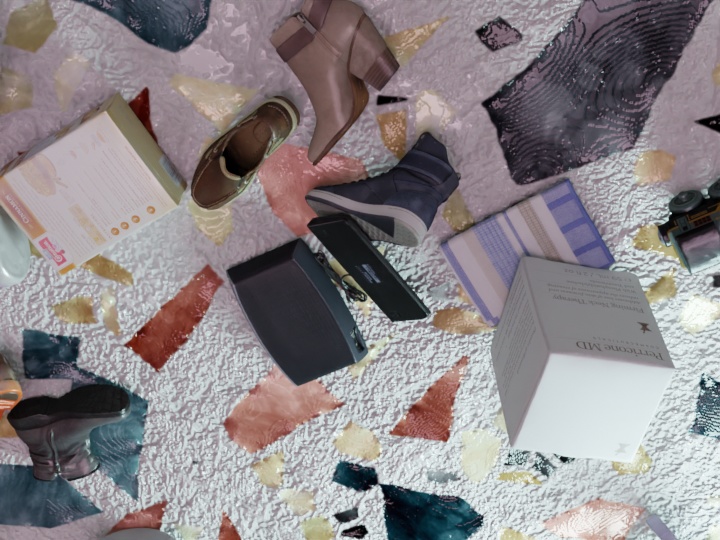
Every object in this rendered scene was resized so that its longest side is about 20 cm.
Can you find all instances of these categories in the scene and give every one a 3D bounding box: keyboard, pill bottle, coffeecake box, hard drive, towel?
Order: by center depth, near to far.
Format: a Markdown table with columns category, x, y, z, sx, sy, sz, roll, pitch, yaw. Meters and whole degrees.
| category | x | y | z | sx | sy | sz | roll | pitch | yaw |
| --- | --- | --- | --- | --- | --- | --- | --- | --- | --- |
| coffeecake box | -0.354 | -0.110 | 1.539 | 0.200 | 0.073 | 0.154 | -28 | 112 | 17 |
| keyboard | 0.000 | 0.000 | 1.565 | 0.127 | 0.021 | 0.200 | -7 | 133 | 44 |
| towel | 0.220 | -0.021 | 1.574 | 0.200 | 0.024 | 0.147 | -28 | 112 | 17 |
| pill bottle | -0.554 | -0.016 | 1.580 | 0.200 | 0.112 | 0.112 | -12 | 116 | 11 |
| hard drive | -0.088 | 0.065 | 1.627 | 0.135 | 0.042 | 0.200 | -22 | 114 | 17 |

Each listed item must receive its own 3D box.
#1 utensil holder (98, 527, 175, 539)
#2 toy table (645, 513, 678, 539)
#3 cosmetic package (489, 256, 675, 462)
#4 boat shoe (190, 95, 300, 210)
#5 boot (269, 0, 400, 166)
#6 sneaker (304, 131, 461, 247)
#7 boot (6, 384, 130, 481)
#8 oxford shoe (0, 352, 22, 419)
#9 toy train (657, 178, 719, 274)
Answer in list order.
| category | x | y | z | sx | sy | sz | roll | pitch | yaw |
| --- | --- | --- | --- | --- | --- | --- | --- | --- | --- |
| utensil holder | -0.340 | 0.522 | 1.817 | 0.170 | 0.170 | 0.200 | -1 | 114 | 5 |
| toy table | 0.448 | 0.462 | 1.737 | 0.117 | 0.184 | 0.200 | -41 | 100 | 4 |
| cosmetic package | 0.277 | 0.114 | 1.522 | 0.167 | 0.200 | 0.167 | 8 | 125 | -10 |
| boat shoe | -0.161 | -0.141 | 1.491 | 0.075 | 0.075 | 0.202 | 41 | 125 | -4 |
| boot | -0.051 | -0.244 | 1.461 | 0.146 | 0.070 | 0.200 | 38 | 117 | -6 |
| sneaker | 0.035 | -0.110 | 1.516 | 0.202 | 0.146 | 0.077 | 15 | 152 | 40 |
| boot | -0.407 | 0.242 | 1.738 | 0.200 | 0.070 | 0.132 | -7 | 120 | 20 |
| oxford shoe | -0.558 | 0.189 | 1.723 | 0.200 | 0.073 | 0.071 | -36 | 153 | 32 |
| toy train | 0.473 | -0.067 | 1.482 | 0.200 | 0.114 | 0.085 | -22 | 114 | 15 |
